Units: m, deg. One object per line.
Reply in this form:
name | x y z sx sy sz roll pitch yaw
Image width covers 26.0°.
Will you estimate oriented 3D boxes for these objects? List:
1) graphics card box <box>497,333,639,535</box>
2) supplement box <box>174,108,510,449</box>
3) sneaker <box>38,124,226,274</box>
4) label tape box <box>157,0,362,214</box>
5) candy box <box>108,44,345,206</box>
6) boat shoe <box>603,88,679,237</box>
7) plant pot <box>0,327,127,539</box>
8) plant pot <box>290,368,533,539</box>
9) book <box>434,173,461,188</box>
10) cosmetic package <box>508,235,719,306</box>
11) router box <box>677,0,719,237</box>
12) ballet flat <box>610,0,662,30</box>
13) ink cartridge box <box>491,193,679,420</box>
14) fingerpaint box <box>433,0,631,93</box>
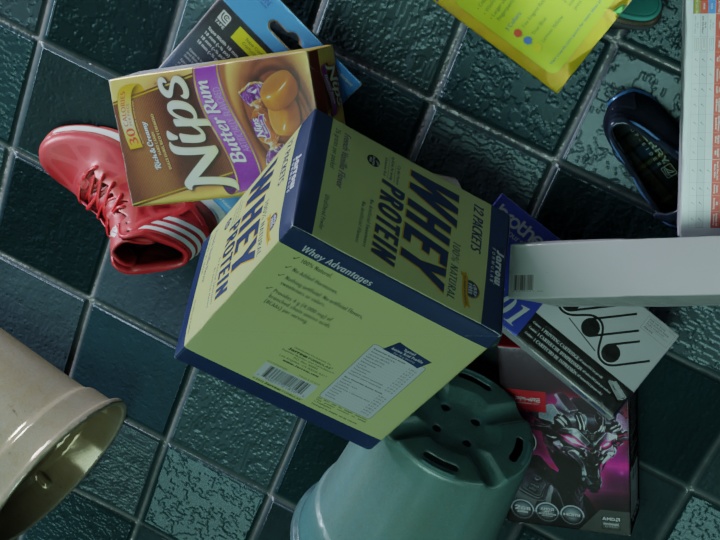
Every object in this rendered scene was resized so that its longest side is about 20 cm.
graphics card box | 0.197 0.149 1.470 0.125 0.051 0.201 5 118 19
supplement box | -0.013 0.013 1.290 0.199 0.135 0.200 27 135 -19
sneaker | -0.234 -0.067 1.482 0.199 0.116 0.079 22 122 9
label tape box | -0.098 -0.165 1.410 0.144 0.063 0.200 45 123 -5
candy box | -0.113 -0.124 1.354 0.199 0.056 0.117 -5 102 26
boat shoe | 0.268 -0.059 1.322 0.200 0.069 0.084 43 123 -5
plant pot | -0.377 0.151 1.624 0.183 0.200 0.201 42 124 10
plant pot | 0.058 0.203 1.449 0.200 0.200 0.197 28 129 5
book | 0.000 0.000 1.422 0.133 0.048 0.201 12 114 -13
cosmetic package | 0.226 0.001 1.268 0.199 0.082 0.051 -2 81 36
router box | 0.342 -0.125 1.228 0.179 0.049 0.201 2 102 10
ballet flat | 0.150 -0.243 1.280 0.199 0.073 0.073 27 123 -1
ink cartridge box | 0.172 0.032 1.378 0.200 0.044 0.094 39 85 8
fingerpaint box | 0.148 -0.267 1.181 0.167 0.073 0.200 36 120 -2
